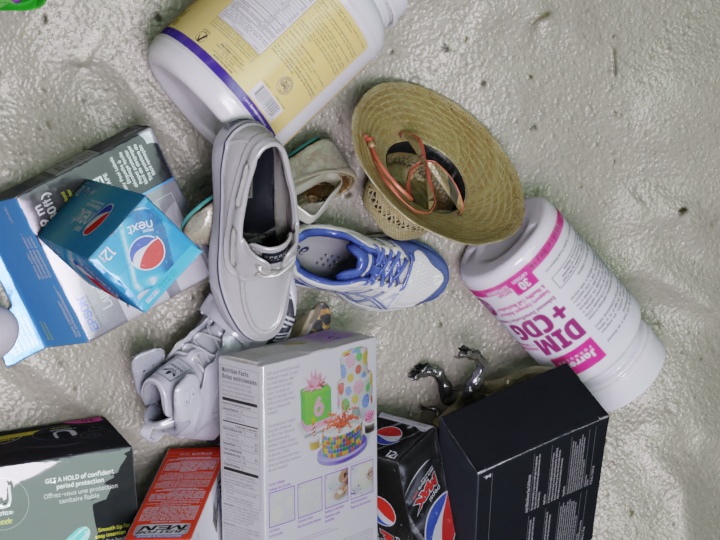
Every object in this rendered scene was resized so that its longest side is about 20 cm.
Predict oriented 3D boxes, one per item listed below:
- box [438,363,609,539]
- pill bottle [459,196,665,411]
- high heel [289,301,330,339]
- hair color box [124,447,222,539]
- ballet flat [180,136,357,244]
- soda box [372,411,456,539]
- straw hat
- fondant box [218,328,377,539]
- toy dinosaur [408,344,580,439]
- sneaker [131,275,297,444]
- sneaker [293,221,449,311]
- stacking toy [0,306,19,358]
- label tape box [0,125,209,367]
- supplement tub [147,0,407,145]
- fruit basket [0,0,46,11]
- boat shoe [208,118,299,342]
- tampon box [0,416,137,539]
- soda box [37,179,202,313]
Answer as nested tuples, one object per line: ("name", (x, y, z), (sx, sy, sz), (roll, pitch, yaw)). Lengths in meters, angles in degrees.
("box", (0.149, 0.199, 1.659), (0.140, 0.079, 0.201), (-23, 141, -19))
("pill bottle", (0.197, 0.035, 1.685), (0.113, 0.113, 0.200), (-48, 111, -9))
("high heel", (-0.026, 0.134, 1.633), (0.142, 0.071, 0.201), (18, 104, -20))
("hair color box", (-0.151, 0.241, 1.525), (0.063, 0.200, 0.112), (-3, 107, 7))
("ballet flat", (-0.072, -0.061, 1.543), (0.062, 0.068, 0.200), (46, 47, 10))
("soda box", (0.043, 0.237, 1.646), (0.063, 0.070, 0.201), (-38, 128, -41))
("straw hat", (0.049, -0.075, 1.622), (0.200, 0.202, 0.085), (24, 130, -23))
("fondant box", (-0.052, 0.163, 1.535), (0.144, 0.058, 0.202), (-12, 107, -47))
("toy dinosaur", (0.102, 0.118, 1.678), (0.199, 0.048, 0.088), (-33, 105, 16))
("sneaker", (-0.130, 0.067, 1.548), (0.115, 0.075, 0.201), (-3, 118, -49))
("sneaker", (0.000, 0.000, 1.618), (0.199, 0.088, 0.076), (9, 93, -24))
("stacking toy", (-0.377, 0.077, 1.471), (0.199, 0.146, 0.147), (-27, 107, -31))
("label tape box", (-0.244, -0.018, 1.531), (0.199, 0.063, 0.145), (-29, 107, -16))
("supplement tub", (-0.070, -0.204, 1.528), (0.200, 0.145, 0.146), (-45, 111, -10))
("fruit basket", (-0.347, -0.221, 1.427), (0.214, 0.155, 0.217), (4, 79, -21))
("boat shoe", (-0.081, -0.025, 1.467), (0.072, 0.066, 0.201), (-12, 117, -29))
("tampon box", (-0.273, 0.244, 1.524), (0.149, 0.126, 0.202), (-7, 100, -19))
("soda box", (-0.196, -0.022, 1.406), (0.064, 0.200, 0.068), (45, 80, -19))
